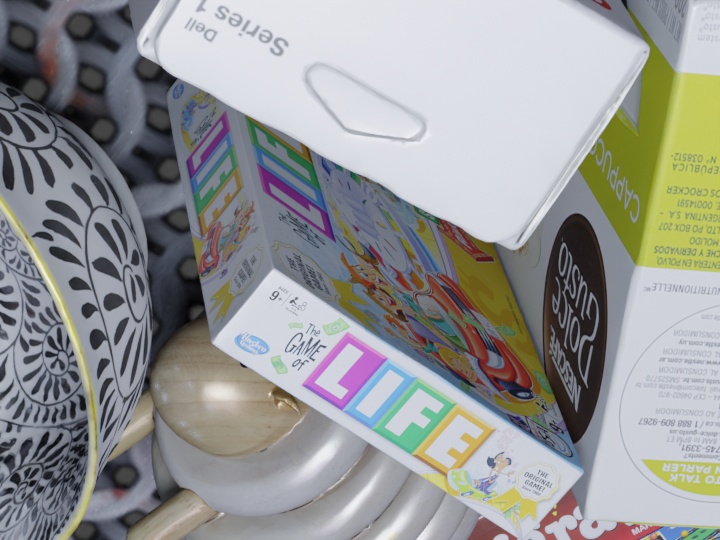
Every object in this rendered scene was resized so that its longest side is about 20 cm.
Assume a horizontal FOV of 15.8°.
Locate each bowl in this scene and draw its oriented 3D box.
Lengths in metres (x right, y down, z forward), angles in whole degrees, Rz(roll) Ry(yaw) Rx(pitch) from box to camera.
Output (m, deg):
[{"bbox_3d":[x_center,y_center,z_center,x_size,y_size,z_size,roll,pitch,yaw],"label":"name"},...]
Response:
[{"bbox_3d":[-0.140,-0.001,0.947,0.094,0.201,0.201,-35,128,-41],"label":"bowl"}]

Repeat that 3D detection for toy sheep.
[{"bbox_3d":[-0.017,0.072,1.007,0.138,0.138,0.200,-36,145,10],"label":"toy sheep"}]

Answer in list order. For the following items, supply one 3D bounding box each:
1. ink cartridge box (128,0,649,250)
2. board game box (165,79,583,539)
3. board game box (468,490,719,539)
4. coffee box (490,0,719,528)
[{"bbox_3d":[-0.001,-0.111,0.870,0.145,0.200,0.084,27,111,-21],"label":"ink cartridge box"},{"bbox_3d":[0.000,0.000,0.928,0.134,0.200,0.034,33,108,-23],"label":"board game box"},{"bbox_3d":[0.117,0.113,1.108,0.200,0.019,0.103,-28,117,6],"label":"board game box"},{"bbox_3d":[0.168,-0.036,0.936,0.200,0.200,0.198,3,117,-11],"label":"coffee box"}]
